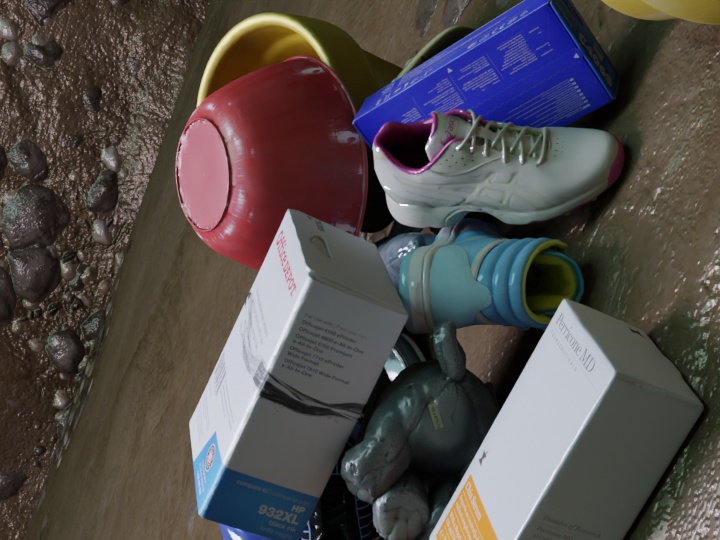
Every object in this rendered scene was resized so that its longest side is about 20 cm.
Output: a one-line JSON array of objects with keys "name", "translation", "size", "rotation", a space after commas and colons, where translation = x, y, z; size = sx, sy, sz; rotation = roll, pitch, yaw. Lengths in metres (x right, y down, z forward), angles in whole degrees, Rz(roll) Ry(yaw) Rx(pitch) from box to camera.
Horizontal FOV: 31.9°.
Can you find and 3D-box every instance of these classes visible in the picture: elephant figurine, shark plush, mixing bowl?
[{"name": "elephant figurine", "translation": [0.044, 0.133, 0.979], "size": [0.155, 0.142, 0.200], "rotation": [-40, 4, 0]}, {"name": "shark plush", "translation": [0.000, 0.000, 1.103], "size": [0.198, 0.083, 0.092], "rotation": [-10, 95, 39]}, {"name": "mixing bowl", "translation": [-0.092, -0.086, 1.096], "size": [0.199, 0.107, 0.204], "rotation": [9, 102, 53]}]

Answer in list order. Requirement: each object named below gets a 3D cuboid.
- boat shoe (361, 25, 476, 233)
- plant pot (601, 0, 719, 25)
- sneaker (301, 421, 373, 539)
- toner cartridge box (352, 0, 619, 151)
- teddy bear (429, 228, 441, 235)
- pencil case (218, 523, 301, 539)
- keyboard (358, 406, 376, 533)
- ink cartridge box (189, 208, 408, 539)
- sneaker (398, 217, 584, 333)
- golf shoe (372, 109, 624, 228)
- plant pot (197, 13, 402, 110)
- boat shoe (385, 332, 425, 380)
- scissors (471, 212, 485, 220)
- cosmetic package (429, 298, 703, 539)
[{"name": "boat shoe", "translation": [0.042, -0.129, 1.111], "size": [0.202, 0.072, 0.063], "rotation": [-61, 20, 17]}, {"name": "plant pot", "translation": [0.212, -0.245, 0.793], "size": [0.189, 0.198, 0.204], "rotation": [151, 138, -83]}, {"name": "sneaker", "translation": [-0.018, 0.209, 1.056], "size": [0.078, 0.069, 0.202], "rotation": [-97, -1, -55]}, {"name": "toner cartridge box", "translation": [0.098, -0.137, 1.011], "size": [0.199, 0.095, 0.043], "rotation": [-27, 23, 32]}, {"name": "teddy bear", "translation": [0.104, -0.095, 1.127], "size": [0.200, 0.066, 0.147], "rotation": [-38, 40, 42]}, {"name": "pencil case", "translation": [-0.095, 0.241, 1.170], "size": [0.078, 0.086, 0.203], "rotation": [39, -146, -79]}, {"name": "keyboard", "translation": [-0.024, 0.137, 1.149], "size": [0.201, 0.039, 0.105], "rotation": [51, 133, 20]}, {"name": "ink cartridge box", "translation": [-0.052, 0.077, 0.949], "size": [0.202, 0.083, 0.145], "rotation": [-64, 18, 16]}, {"name": "sneaker", "translation": [0.117, 0.004, 0.979], "size": [0.200, 0.129, 0.081], "rotation": [-37, -58, -65]}, {"name": "golf shoe", "translation": [0.099, -0.084, 0.959], "size": [0.197, 0.092, 0.076], "rotation": [-7, 51, 24]}, {"name": "plant pot", "translation": [-0.032, -0.149, 1.271], "size": [0.199, 0.188, 0.204], "rotation": [4, 96, 41]}, {"name": "boat shoe", "translation": [-0.008, 0.070, 1.173], "size": [0.200, 0.061, 0.073], "rotation": [46, 113, 43]}, {"name": "scissors", "translation": [0.069, 0.001, 1.192], "size": [0.200, 0.014, 0.074], "rotation": [-37, 30, 54]}, {"name": "cosmetic package", "translation": [0.126, 0.134, 0.812], "size": [0.202, 0.070, 0.102], "rotation": [-63, 20, 18]}]
